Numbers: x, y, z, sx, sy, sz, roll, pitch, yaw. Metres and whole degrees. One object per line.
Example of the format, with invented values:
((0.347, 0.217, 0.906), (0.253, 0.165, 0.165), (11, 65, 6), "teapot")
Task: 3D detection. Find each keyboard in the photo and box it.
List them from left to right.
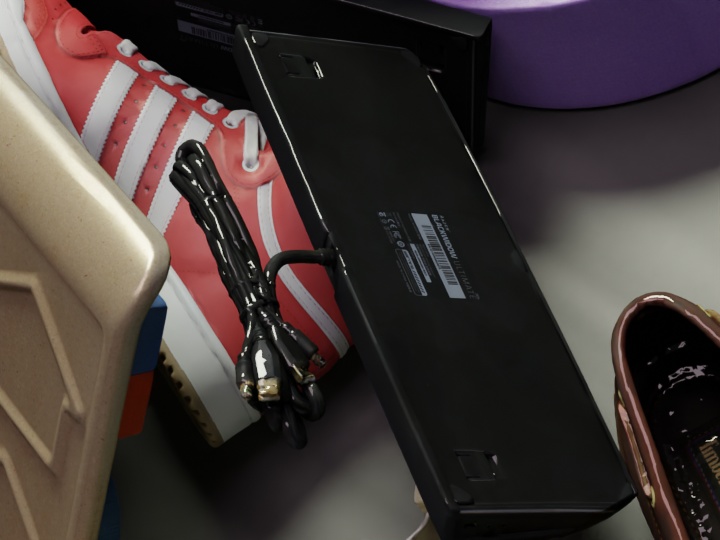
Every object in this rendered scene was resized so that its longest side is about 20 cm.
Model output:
((-0.048, -0.106, 0.816), (0.198, 0.127, 0.021), (16, 58, 11), "keyboard")
((0.000, 0.000, 0.708), (0.021, 0.126, 0.201), (-56, 44, 37), "keyboard")

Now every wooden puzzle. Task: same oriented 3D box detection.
((-0.128, 0.029, 0.801), (0.185, 0.046, 0.201), (45, 129, 38), "wooden puzzle")

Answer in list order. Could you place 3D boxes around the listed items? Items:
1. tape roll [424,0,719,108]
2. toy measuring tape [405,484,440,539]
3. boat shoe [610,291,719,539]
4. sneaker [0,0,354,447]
((0.088, -0.161, 0.858), (0.199, 0.066, 0.201), (-12, 56, 19), "tape roll")
((-0.051, 0.130, 0.736), (0.073, 0.074, 0.200), (35, 78, 37), "toy measuring tape")
((0.127, 0.093, 0.676), (0.070, 0.070, 0.201), (-32, 53, 2), "boat shoe")
((-0.057, -0.049, 0.819), (0.112, 0.071, 0.201), (-30, 80, -7), "sneaker")
